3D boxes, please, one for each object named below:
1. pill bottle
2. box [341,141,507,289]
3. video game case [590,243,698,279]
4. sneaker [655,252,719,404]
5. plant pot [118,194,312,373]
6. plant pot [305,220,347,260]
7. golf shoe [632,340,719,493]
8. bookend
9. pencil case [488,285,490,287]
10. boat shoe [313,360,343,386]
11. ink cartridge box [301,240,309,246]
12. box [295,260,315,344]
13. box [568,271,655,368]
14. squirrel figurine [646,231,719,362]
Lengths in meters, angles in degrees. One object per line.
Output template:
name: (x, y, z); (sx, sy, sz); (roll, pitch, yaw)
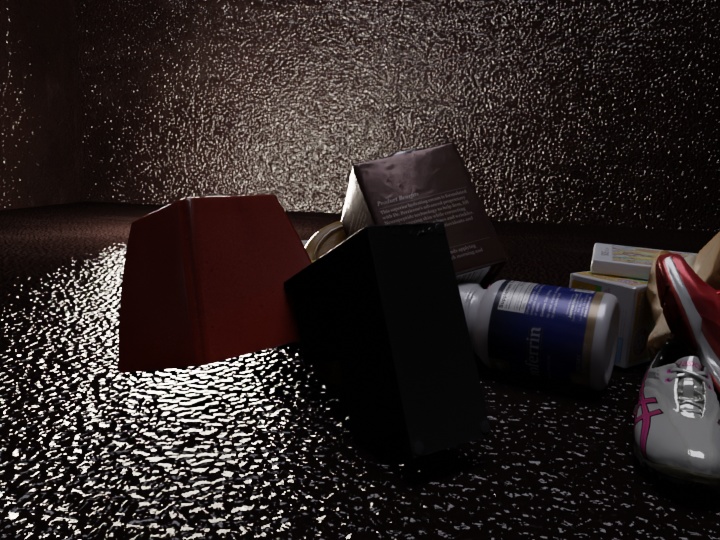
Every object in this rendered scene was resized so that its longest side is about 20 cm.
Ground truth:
pill bottle: (0.213, 0.074, 0.777); (0.197, 0.118, 0.115); (8, 12, 31)
box: (0.083, -0.045, 0.904); (0.163, 0.203, 0.165); (-14, -23, -15)
video game case: (0.442, -0.009, 0.901); (0.197, 0.023, 0.182); (8, 13, 21)
sneaker: (0.390, 0.060, 0.630); (0.114, 0.203, 0.078); (-20, -24, 12)
plant pot: (-0.174, 0.010, 0.747); (0.198, 0.180, 0.198); (-11, -1, 43)
plant pot: (0.000, 0.000, 0.979); (0.196, 0.203, 0.028); (0, -28, -11)
golf shoe: (0.292, 0.127, 0.572); (0.071, 0.094, 0.200); (6, 13, 16)
bookend: (0.015, 0.079, 0.625); (0.091, 0.204, 0.198); (-5, -14, -31)
pencil case: (0.135, -0.020, 1.042); (0.090, 0.201, 0.094); (-30, -13, -39)
boat shoe: (0.035, 0.106, 0.723); (0.197, 0.073, 0.065); (-9, -24, 32)
ink cartridge box: (-0.110, 0.010, 1.071); (0.197, 0.117, 0.067); (-5, 12, -33)
box: (-0.059, 0.048, 0.870); (0.198, 0.119, 0.048); (11, -24, 44)
box: (0.394, 0.060, 0.890); (0.197, 0.115, 0.101); (-4, 13, -37)
squirrel figurine: (0.447, 0.076, 0.727); (0.184, 0.202, 0.142); (26, -20, -2)
